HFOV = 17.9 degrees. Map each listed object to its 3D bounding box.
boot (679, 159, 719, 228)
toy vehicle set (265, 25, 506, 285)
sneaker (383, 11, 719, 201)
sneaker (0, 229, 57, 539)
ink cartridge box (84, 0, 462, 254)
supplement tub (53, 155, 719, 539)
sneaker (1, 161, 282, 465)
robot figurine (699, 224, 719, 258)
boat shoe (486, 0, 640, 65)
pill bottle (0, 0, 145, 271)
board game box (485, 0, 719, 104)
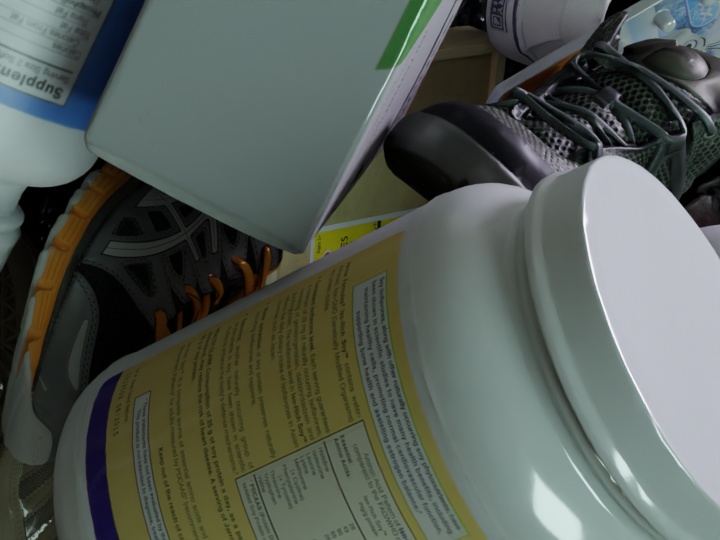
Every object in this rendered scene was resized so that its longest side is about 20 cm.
[{"bbox_3d":[0.134,0.028,1.010,0.200,0.072,0.166,-40,138,-3],"label":"boot"},{"bbox_3d":[0.000,0.000,0.980,0.124,0.027,0.200,-11,115,-38],"label":"toy vehicle set"},{"bbox_3d":[0.077,-0.051,0.832,0.114,0.076,0.199,-52,159,6],"label":"sneaker"},{"bbox_3d":[-0.140,0.064,0.914,0.076,0.070,0.200,-34,137,-54],"label":"sneaker"},{"bbox_3d":[-0.008,-0.105,0.787,0.146,0.084,0.200,-63,178,17],"label":"ink cartridge box"},{"bbox_3d":[0.019,0.060,0.723,0.200,0.145,0.145,-26,143,26],"label":"supplement tub"},{"bbox_3d":[-0.070,-0.002,0.836,0.200,0.077,0.078,-62,179,-43],"label":"sneaker"},{"bbox_3d":[0.162,0.076,0.931,0.150,0.125,0.200,-22,126,4],"label":"robot figurine"},{"bbox_3d":[0.138,-0.103,1.009,0.200,0.066,0.072,14,97,-52],"label":"boat shoe"},{"bbox_3d":[-0.123,-0.098,0.780,0.112,0.112,0.200,16,106,-44],"label":"pill bottle"},{"bbox_3d":[0.163,-0.064,0.995,0.200,0.026,0.200,-30,147,-3],"label":"board game box"}]
